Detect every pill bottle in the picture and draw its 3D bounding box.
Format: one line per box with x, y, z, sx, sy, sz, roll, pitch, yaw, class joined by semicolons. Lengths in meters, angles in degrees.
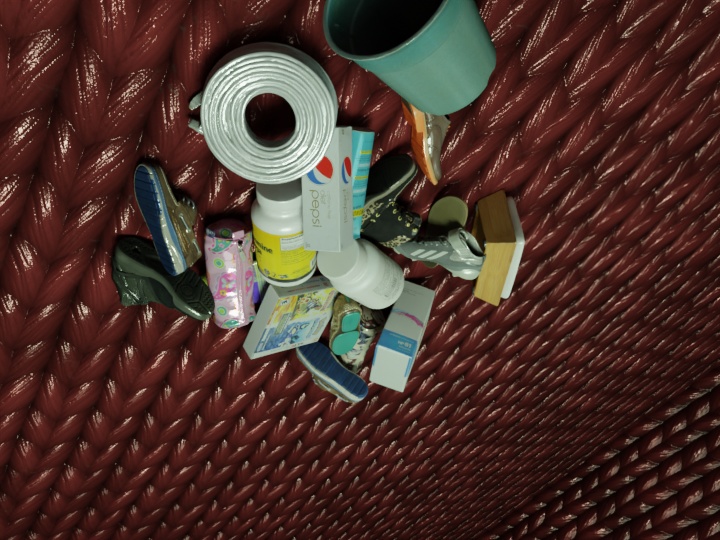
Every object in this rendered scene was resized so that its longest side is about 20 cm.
-0.135;-0.074;1.051;0.112;0.113;0.200;-11;139;-13;pill bottle
0.000;0.000;1.171;0.114;0.114;0.200;-34;152;13;pill bottle

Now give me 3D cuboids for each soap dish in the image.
0.280;-0.046;1.258;0.081;0.158;0.200;0;139;-1;soap dish

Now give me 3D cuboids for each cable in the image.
-0.133;-0.227;0.865;0.200;0.069;0.200;37;110;-20;cable

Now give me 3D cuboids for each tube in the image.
-0.014;-0.144;1.021;0.077;0.050;0.200;-16;122;-44;tube

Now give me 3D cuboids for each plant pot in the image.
0.084;-0.326;0.820;0.200;0.200;0.196;-37;146;17;plant pot

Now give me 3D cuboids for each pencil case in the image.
-0.234;0.007;1.074;0.087;0.087;0.200;-7;120;-19;pencil case
-0.008;0.170;1.409;0.078;0.090;0.200;0;137;-24;pencil case

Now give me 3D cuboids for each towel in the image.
-0.217;0.028;1.186;0.200;0.023;0.144;-11;148;-14;towel

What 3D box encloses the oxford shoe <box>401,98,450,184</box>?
0.128;-0.233;1.032;0.073;0.071;0.200;-26;141;-4;oxford shoe

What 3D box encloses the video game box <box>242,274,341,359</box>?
-0.138;0.095;1.261;0.182;0.047;0.200;-14;144;-41;video game box

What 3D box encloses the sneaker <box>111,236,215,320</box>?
-0.356;0.035;1.057;0.199;0.076;0.114;34;130;-8;sneaker

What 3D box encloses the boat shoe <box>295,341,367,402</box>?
-0.080;0.246;1.396;0.072;0.200;0.072;-45;175;-43;boat shoe

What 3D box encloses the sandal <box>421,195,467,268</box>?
0.183;-0.094;1.235;0.070;0.078;0.212;-37;160;-35;sandal

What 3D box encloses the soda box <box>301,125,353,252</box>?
-0.053;-0.134;0.969;0.068;0.064;0.200;5;107;19;soda box

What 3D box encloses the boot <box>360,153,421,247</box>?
0.061;-0.123;1.120;0.150;0.073;0.200;24;126;-41;boot

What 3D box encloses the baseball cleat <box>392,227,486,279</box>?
0.155;-0.056;1.189;0.200;0.070;0.107;22;133;8;baseball cleat

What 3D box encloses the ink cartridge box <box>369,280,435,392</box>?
0.096;0.146;1.338;0.085;0.200;0.145;17;139;9;ink cartridge box

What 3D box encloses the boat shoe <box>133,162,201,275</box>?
-0.314;-0.092;0.981;0.072;0.072;0.200;-35;136;-37;boat shoe

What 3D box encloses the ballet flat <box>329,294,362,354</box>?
-0.034;0.114;1.298;0.070;0.065;0.200;-8;147;-18;ballet flat
